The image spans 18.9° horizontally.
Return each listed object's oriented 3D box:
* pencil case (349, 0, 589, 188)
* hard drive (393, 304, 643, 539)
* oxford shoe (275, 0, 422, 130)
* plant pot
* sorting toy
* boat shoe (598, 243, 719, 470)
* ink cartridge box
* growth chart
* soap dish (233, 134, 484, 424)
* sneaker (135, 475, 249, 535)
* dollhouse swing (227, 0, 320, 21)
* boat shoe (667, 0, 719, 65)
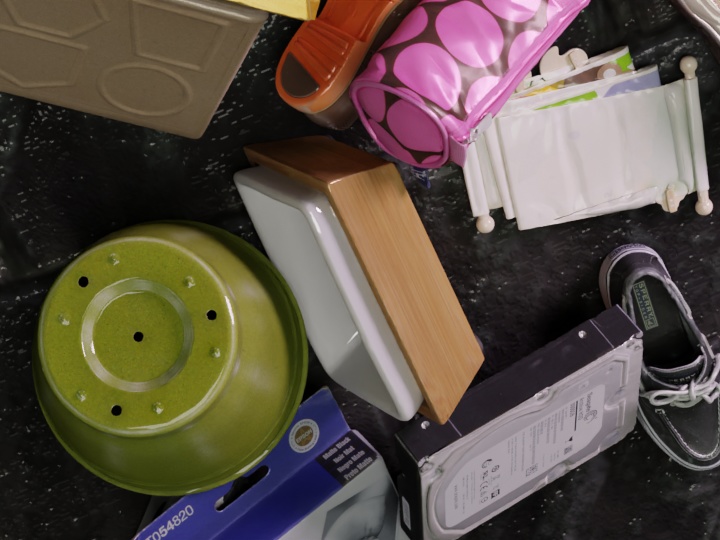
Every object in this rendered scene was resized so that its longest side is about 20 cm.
[{"bbox_3d":[0.082,-0.155,1.476,0.200,0.094,0.091,-52,147,-27],"label":"pencil case"},{"bbox_3d":[0.119,0.120,1.598,0.200,0.038,0.140,-29,147,-18],"label":"hard drive"},{"bbox_3d":[0.021,-0.188,1.526,0.200,0.071,0.073,-51,142,2],"label":"oxford shoe"},{"bbox_3d":[-0.139,0.051,1.466,0.200,0.193,0.201,0,83,1],"label":"plant pot"},{"bbox_3d":[-0.173,-0.157,1.444,0.185,0.200,0.037,13,66,-14],"label":"sorting toy"},{"bbox_3d":[0.241,0.075,1.647,0.074,0.068,0.200,-20,112,-2],"label":"boat shoe"},{"bbox_3d":[-0.053,0.220,1.605,0.200,0.041,0.200,-38,126,-19],"label":"ink cartridge box"},{"bbox_3d":[0.165,-0.098,1.598,0.200,0.018,0.145,-7,110,-8],"label":"growth chart"},{"bbox_3d":[0.000,0.000,1.537,0.081,0.157,0.200,-32,113,-15],"label":"soap dish"},{"bbox_3d":[-0.094,0.169,1.626,0.112,0.073,0.200,17,111,-21],"label":"sneaker"},{"bbox_3d":[-0.103,-0.274,1.394,0.181,0.200,0.176,13,99,-14],"label":"dollhouse swing"},{"bbox_3d":[0.285,-0.179,1.562,0.072,0.076,0.200,-42,113,4],"label":"boat shoe"}]
